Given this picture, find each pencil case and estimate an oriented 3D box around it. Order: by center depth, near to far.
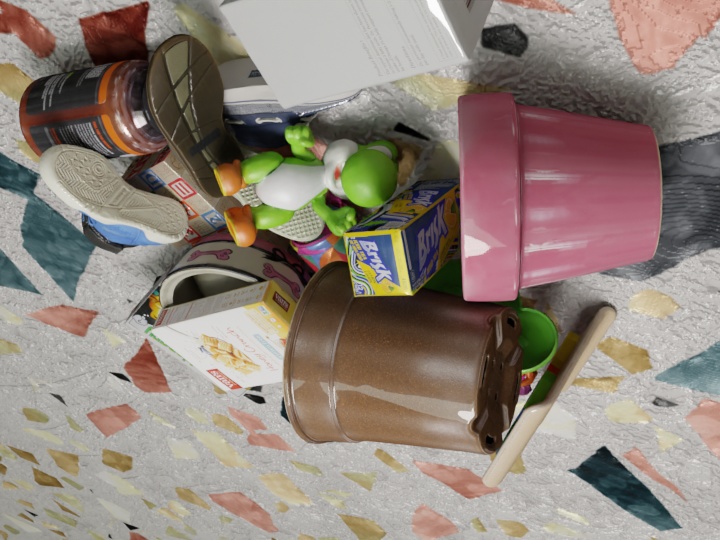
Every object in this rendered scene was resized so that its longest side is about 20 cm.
[{"bbox_3d":[0.000,0.000,1.112,0.088,0.088,0.200,-10,132,36],"label":"pencil case"}]

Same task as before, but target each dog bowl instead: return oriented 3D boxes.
[{"bbox_3d":[-0.147,0.033,1.138,0.200,0.074,0.200,11,144,8],"label":"dog bowl"}]

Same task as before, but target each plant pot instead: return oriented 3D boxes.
[{"bbox_3d":[0.184,-0.070,0.862,0.179,0.200,0.200,-1,138,7],"label":"plant pot"},{"bbox_3d":[0.054,0.100,0.941,0.198,0.200,0.200,7,139,25],"label":"plant pot"}]

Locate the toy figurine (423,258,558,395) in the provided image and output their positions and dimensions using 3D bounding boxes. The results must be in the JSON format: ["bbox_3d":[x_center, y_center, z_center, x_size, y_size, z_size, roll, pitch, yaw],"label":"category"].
[{"bbox_3d":[0.160,0.104,1.114,0.200,0.150,0.184,21,157,30],"label":"toy figurine"}]

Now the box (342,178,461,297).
[{"bbox_3d":[0.056,-0.038,0.935,0.064,0.200,0.070,-3,108,27],"label":"box"}]

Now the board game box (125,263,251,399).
[{"bbox_3d":[-0.215,0.089,1.269,0.200,0.035,0.126,37,128,-14],"label":"board game box"}]

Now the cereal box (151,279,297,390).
[{"bbox_3d":[-0.140,0.085,1.107,0.200,0.040,0.144,-15,132,37],"label":"cereal box"}]

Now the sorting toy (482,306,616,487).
[{"bbox_3d":[0.220,0.148,1.080,0.036,0.200,0.185,35,140,16],"label":"sorting toy"}]

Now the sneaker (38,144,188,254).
[{"bbox_3d":[-0.310,-0.077,1.059,0.111,0.077,0.200,-10,157,36],"label":"sneaker"}]

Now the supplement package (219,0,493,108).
[{"bbox_3d":[0.000,-0.240,0.800,0.200,0.117,0.117,-6,134,32],"label":"supplement package"}]

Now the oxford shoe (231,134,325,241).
[{"bbox_3d":[-0.122,-0.105,1.050,0.200,0.075,0.058,34,-176,7],"label":"oxford shoe"}]

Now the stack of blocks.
[{"bbox_3d":[-0.199,-0.071,1.149,0.115,0.059,0.200,-19,126,42],"label":"stack of blocks"}]

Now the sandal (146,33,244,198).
[{"bbox_3d":[-0.176,-0.161,0.953,0.055,0.082,0.200,40,162,35],"label":"sandal"}]

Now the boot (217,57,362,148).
[{"bbox_3d":[-0.067,-0.178,0.956,0.200,0.073,0.090,7,145,34],"label":"boot"}]

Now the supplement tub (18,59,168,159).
[{"bbox_3d":[-0.282,-0.180,1.027,0.200,0.107,0.107,-1,136,30],"label":"supplement tub"}]

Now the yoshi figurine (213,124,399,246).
[{"bbox_3d":[-0.045,-0.092,0.950,0.200,0.112,0.112,-17,153,-13],"label":"yoshi figurine"}]

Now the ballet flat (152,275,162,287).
[{"bbox_3d":[-0.212,0.067,1.322,0.073,0.073,0.200,-23,117,43],"label":"ballet flat"}]

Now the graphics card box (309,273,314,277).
[{"bbox_3d":[-0.092,0.084,1.283,0.125,0.051,0.200,4,139,24],"label":"graphics card box"}]
